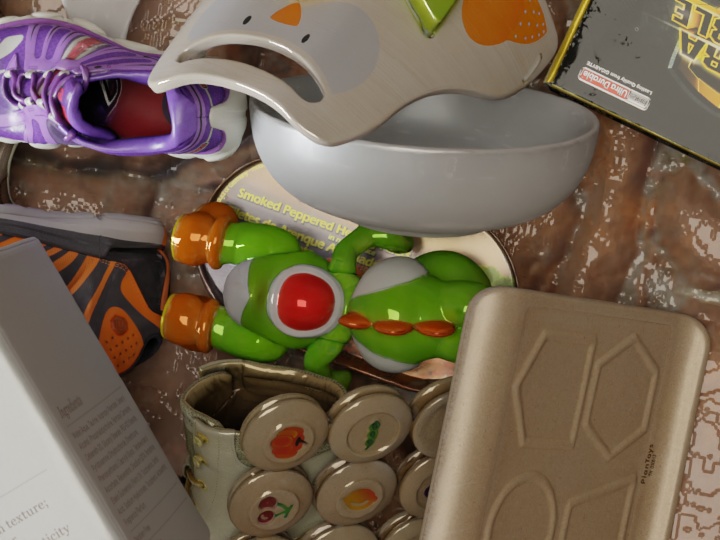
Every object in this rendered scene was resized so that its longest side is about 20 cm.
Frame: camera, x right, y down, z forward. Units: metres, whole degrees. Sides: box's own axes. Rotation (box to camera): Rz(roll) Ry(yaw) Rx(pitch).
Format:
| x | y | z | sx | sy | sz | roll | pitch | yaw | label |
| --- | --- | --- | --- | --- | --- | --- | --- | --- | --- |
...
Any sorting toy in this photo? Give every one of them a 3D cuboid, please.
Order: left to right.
| x | y | z | sx | sy | sz | roll | pitch | yaw | label |
| --- | --- | --- | --- | --- | --- | --- | --- | --- | --- |
| -0.021 | -0.136 | 1.306 | 0.199 | 0.180 | 0.107 | 19 | 138 | 26 | sorting toy |
| 0.113 | 0.107 | 1.361 | 0.036 | 0.199 | 0.186 | 14 | 94 | 45 | sorting toy |

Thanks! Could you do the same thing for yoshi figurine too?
| x | y | z | sx | sy | sz | roll | pitch | yaw | label |
| --- | --- | --- | --- | --- | --- | --- | --- | --- | --- |
| -0.007 | 0.018 | 1.379 | 0.199 | 0.113 | 0.112 | 9 | 49 | 20 | yoshi figurine |

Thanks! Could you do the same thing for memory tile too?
| x | y | z | sx | sy | sz | roll | pitch | yaw | label |
| --- | --- | --- | --- | --- | --- | --- | --- | --- | --- |
| -0.008 | 0.145 | 1.365 | 0.152 | 0.017 | 0.201 | -4 | 128 | -22 | memory tile |

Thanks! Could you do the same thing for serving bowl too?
| x | y | z | sx | sy | sz | roll | pitch | yaw | label |
| --- | --- | --- | --- | --- | --- | --- | --- | --- | --- |
| 0.034 | -0.061 | 1.347 | 0.199 | 0.200 | 0.066 | 6 | 105 | 7 | serving bowl |

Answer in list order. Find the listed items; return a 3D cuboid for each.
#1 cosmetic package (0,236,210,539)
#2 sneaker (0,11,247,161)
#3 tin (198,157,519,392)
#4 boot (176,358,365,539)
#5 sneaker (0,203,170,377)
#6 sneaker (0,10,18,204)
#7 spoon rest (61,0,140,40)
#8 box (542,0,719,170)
| x | y | z | sx | sy | sz | roll | pitch | yaw | label |
| --- | --- | --- | --- | --- | --- | --- | --- | --- | --- |
| -0.207 | 0.113 | 1.258 | 0.167 | 0.166 | 0.201 | -30 | 92 | 9 | cosmetic package |
| -0.162 | -0.104 | 1.353 | 0.199 | 0.083 | 0.081 | 6 | 99 | 27 | sneaker |
| 0.000 | 0.000 | 1.428 | 0.199 | 0.042 | 0.113 | 21 | 98 | 6 | tin |
| -0.098 | 0.124 | 1.385 | 0.199 | 0.072 | 0.155 | -4 | 135 | 3 | boot |
| -0.202 | 0.023 | 1.393 | 0.199 | 0.078 | 0.113 | 2 | 80 | -24 | sneaker |
| -0.228 | -0.116 | 1.449 | 0.075 | 0.070 | 0.201 | -1 | 97 | -9 | sneaker |
| -0.150 | -0.176 | 1.431 | 0.099 | 0.061 | 0.201 | -2 | 92 | 7 | spoon rest |
| 0.230 | -0.137 | 1.390 | 0.199 | 0.049 | 0.160 | 26 | 93 | 6 | box |
